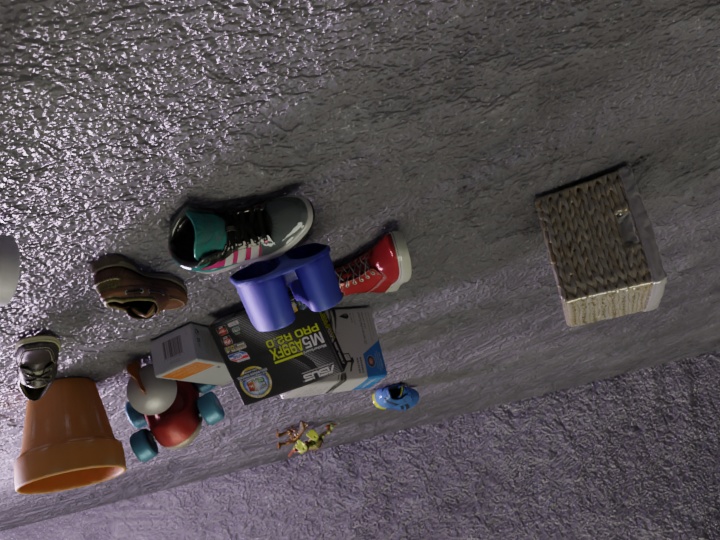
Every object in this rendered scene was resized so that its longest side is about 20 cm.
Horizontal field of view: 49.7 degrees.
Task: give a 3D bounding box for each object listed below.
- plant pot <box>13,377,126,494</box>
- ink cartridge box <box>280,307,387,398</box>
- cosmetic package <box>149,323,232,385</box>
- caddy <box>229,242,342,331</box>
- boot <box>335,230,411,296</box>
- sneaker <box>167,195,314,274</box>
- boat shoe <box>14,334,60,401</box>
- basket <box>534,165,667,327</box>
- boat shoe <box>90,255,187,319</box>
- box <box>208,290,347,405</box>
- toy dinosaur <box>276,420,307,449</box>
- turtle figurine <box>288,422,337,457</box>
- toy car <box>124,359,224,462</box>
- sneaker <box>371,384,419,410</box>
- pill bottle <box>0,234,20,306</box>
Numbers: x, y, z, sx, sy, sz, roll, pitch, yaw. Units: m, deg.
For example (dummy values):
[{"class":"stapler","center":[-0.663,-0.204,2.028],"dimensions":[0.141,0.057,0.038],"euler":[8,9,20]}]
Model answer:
[{"class":"plant pot","center":[-0.565,0.313,1.497],"dimensions":[0.199,0.185,0.200],"euler":[-13,160,-5]},{"class":"ink cartridge box","center":[-0.066,0.157,1.497],"dimensions":[0.199,0.147,0.084],"euler":[-2,158,-32]},{"class":"cosmetic package","center":[-0.289,0.162,1.464],"dimensions":[0.101,0.072,0.200],"euler":[-24,158,22]},{"class":"caddy","center":[-0.109,0.009,1.100],"dimensions":[0.140,0.106,0.200],"euler":[-21,-171,-13]},{"class":"boot","center":[0.000,0.000,1.254],"dimensions":[0.143,0.073,0.200],"euler":[-9,162,-12]},{"class":"sneaker","center":[-0.166,-0.051,0.991],"dimensions":[0.199,0.084,0.121],"euler":[-22,168,21]},{"class":"boat shoe","center":[-0.538,0.165,1.302],"dimensions":[0.073,0.065,0.200],"euler":[-4,156,-22]},{"class":"basket","center":[0.390,-0.029,1.273],"dimensions":[0.160,0.200,0.200],"euler":[-16,161,14]},{"class":"boat shoe","center":[-0.318,0.040,1.131],"dimensions":[0.072,0.068,0.200],"euler":[-23,159,17]},{"class":"box","center":[-0.144,0.131,1.362],"dimensions":[0.199,0.161,0.044],"euler":[-20,-169,14]},{"class":"toy dinosaur","center":[-0.221,0.540,2.507],"dimensions":[0.105,0.061,0.200],"euler":[-7,158,-25]},{"class":"turtle figurine","center":[-0.163,0.567,2.551],"dimensions":[0.199,0.065,0.161],"euler":[-31,165,3]},{"class":"toy car","center":[-0.397,0.234,1.519],"dimensions":[0.183,0.177,0.201],"euler":[-28,131,-3]},{"class":"sneaker","center":[0.124,0.374,2.313],"dimensions":[0.078,0.066,0.199],"euler":[-34,152,34]},{"class":"pill bottle","center":[-0.479,-0.008,0.831],"dimensions":[0.199,0.112,0.111],"euler":[8,150,-45]}]
